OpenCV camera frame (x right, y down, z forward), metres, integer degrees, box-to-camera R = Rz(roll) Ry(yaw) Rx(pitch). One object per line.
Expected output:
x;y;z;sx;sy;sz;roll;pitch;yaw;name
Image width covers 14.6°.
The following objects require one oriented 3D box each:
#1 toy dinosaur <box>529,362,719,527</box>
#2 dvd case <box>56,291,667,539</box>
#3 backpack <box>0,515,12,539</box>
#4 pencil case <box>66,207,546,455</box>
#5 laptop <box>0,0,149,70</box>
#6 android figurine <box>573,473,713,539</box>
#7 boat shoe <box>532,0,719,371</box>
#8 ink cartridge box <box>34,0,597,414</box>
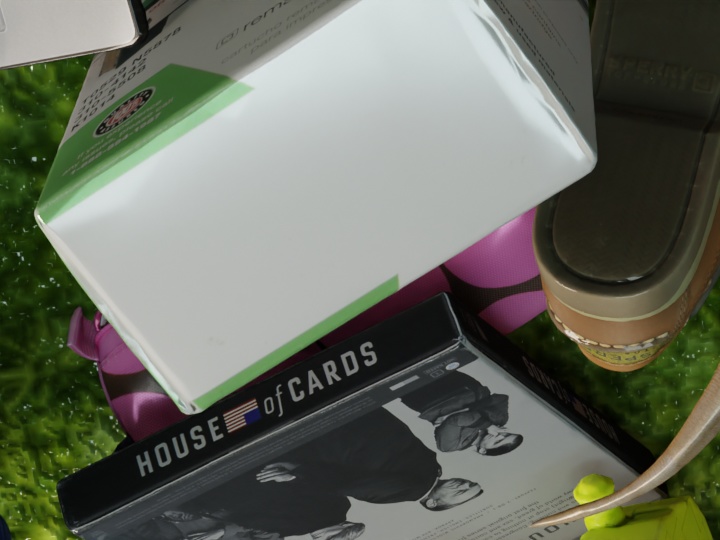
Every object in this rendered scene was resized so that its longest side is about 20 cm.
0.140;0.013;0.928;0.060;0.106;0.200;32;81;-6;toy dinosaur
0.008;0.077;0.979;0.150;0.025;0.200;-27;152;15;dvd case
-0.212;0.087;0.951;0.183;0.200;0.147;-33;119;8;backpack
0.000;0.000;0.965;0.200;0.091;0.094;-35;112;16;pencil case
-0.194;-0.132;0.846;0.200;0.116;0.188;-6;105;37;laptop
0.113;0.165;1.000;0.041;0.182;0.200;-13;121;22;android figurine
0.107;-0.063;0.899;0.072;0.200;0.068;21;159;21;boat shoe
-0.009;-0.065;0.865;0.146;0.200;0.084;-32;111;17;ink cartridge box
